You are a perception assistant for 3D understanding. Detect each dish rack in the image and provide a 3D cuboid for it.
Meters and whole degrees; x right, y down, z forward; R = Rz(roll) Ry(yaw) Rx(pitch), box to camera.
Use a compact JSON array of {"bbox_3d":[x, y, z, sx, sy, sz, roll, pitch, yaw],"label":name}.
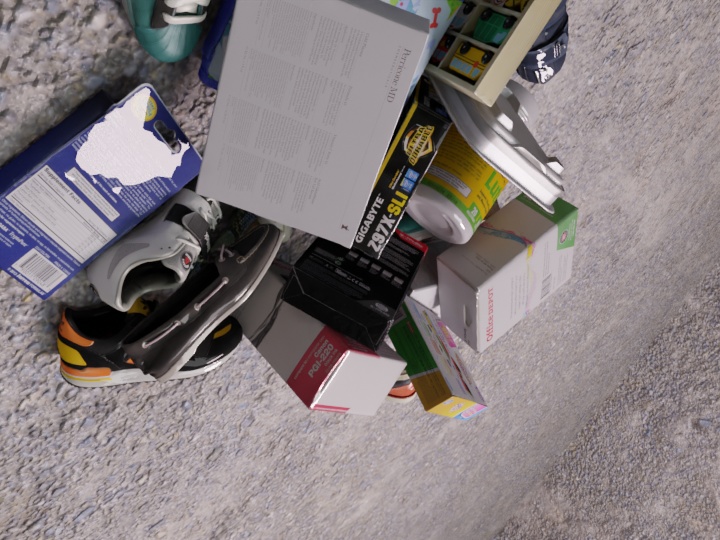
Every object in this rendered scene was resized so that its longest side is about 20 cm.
[{"bbox_3d":[0.142,-0.164,0.745,0.043,0.202,0.170,-40,133,24],"label":"dish rack"}]

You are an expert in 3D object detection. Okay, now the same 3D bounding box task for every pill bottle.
[{"bbox_3d":[0.145,-0.146,0.908,0.202,0.110,0.111,-54,150,-11],"label":"pill bottle"}]

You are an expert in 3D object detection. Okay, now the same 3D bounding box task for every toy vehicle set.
[{"bbox_3d":[0.099,-0.247,0.678,0.026,0.200,0.125,25,104,-37],"label":"toy vehicle set"}]

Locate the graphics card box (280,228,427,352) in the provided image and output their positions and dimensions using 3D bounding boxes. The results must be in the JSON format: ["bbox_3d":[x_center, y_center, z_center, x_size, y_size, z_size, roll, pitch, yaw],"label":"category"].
[{"bbox_3d":[0.000,0.000,0.828,0.051,0.124,0.201,-63,178,29],"label":"graphics card box"}]

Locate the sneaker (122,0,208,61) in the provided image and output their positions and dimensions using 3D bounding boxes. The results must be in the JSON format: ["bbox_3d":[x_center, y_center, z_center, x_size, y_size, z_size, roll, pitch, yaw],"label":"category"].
[{"bbox_3d":[-0.127,-0.241,0.517,0.071,0.080,0.203,-20,141,-39],"label":"sneaker"}]

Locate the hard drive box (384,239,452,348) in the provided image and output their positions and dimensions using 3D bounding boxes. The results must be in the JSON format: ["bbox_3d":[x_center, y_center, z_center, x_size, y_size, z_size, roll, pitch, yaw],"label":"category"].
[{"bbox_3d":[0.092,0.035,1.070,0.197,0.077,0.157,-11,146,-42],"label":"hard drive box"}]

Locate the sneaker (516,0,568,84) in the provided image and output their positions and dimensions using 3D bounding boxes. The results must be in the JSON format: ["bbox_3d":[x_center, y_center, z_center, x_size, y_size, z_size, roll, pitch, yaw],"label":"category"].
[{"bbox_3d":[0.183,-0.274,0.865,0.201,0.077,0.147,-36,147,-12],"label":"sneaker"}]

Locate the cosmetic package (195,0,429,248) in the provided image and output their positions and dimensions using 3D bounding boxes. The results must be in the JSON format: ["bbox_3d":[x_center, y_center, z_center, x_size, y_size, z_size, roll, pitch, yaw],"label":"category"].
[{"bbox_3d":[-0.044,-0.135,0.593,0.052,0.148,0.203,-76,-173,-58],"label":"cosmetic package"}]

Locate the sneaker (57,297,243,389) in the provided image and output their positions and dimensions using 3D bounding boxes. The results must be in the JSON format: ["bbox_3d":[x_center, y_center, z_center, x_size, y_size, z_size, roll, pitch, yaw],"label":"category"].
[{"bbox_3d":[-0.219,0.065,0.750,0.196,0.070,0.091,-8,130,-23],"label":"sneaker"}]

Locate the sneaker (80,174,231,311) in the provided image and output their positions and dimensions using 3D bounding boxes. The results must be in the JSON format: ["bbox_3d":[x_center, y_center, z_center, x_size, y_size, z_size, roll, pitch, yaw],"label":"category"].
[{"bbox_3d":[-0.177,-0.032,0.703,0.199,0.088,0.075,-40,146,-12],"label":"sneaker"}]

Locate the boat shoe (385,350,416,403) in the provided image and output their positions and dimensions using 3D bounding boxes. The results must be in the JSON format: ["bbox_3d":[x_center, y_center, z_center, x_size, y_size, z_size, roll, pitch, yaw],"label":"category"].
[{"bbox_3d":[-0.010,0.130,0.999,0.072,0.196,0.063,-63,164,-46],"label":"boat shoe"}]

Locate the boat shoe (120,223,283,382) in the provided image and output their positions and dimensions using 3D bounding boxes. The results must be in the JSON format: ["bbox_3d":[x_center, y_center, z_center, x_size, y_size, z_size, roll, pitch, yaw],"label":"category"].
[{"bbox_3d":[-0.158,0.022,0.710,0.057,0.067,0.201,43,82,-28],"label":"boat shoe"}]

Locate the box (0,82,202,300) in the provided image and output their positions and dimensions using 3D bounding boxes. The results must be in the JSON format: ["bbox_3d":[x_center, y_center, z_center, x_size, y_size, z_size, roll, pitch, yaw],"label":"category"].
[{"bbox_3d":[-0.244,-0.073,0.628,0.199,0.032,0.122,-40,148,-8],"label":"box"}]

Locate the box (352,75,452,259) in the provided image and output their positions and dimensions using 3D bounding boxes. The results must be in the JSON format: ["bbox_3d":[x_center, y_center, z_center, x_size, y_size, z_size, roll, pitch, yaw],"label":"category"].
[{"bbox_3d":[0.044,-0.124,0.785,0.161,0.049,0.201,-60,-174,23],"label":"box"}]

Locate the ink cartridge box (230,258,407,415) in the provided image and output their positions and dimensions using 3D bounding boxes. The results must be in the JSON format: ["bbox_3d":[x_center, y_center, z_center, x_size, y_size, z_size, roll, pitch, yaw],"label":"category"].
[{"bbox_3d":[-0.060,0.075,0.849,0.086,0.199,0.145,-55,147,8],"label":"ink cartridge box"}]

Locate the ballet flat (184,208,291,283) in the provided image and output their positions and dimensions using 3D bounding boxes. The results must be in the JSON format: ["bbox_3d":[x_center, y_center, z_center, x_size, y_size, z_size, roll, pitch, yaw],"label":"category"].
[{"bbox_3d":[-0.116,-0.037,0.782,0.201,0.074,0.074,-52,147,12],"label":"ballet flat"}]

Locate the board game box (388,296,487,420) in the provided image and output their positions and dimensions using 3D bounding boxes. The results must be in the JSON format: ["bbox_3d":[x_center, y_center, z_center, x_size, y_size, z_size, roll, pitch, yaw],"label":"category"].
[{"bbox_3d":[0.101,0.121,0.957,0.040,0.155,0.200,-32,156,12],"label":"board game box"}]

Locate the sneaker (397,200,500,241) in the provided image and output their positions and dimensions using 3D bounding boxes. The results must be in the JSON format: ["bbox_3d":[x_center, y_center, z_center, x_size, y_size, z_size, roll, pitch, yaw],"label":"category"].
[{"bbox_3d":[0.098,-0.088,0.987,0.196,0.082,0.071,-18,180,-13],"label":"sneaker"}]

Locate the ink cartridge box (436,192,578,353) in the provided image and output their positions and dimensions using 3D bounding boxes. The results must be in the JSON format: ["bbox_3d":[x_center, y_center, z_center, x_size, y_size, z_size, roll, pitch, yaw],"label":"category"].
[{"bbox_3d":[0.205,-0.003,0.989,0.199,0.087,0.147,-37,142,-20],"label":"ink cartridge box"}]

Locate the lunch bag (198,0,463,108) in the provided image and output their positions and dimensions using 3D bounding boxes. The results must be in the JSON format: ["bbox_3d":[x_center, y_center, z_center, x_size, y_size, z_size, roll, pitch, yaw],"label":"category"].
[{"bbox_3d":[-0.031,-0.223,0.638,0.197,0.128,0.172,8,127,-35],"label":"lunch bag"}]
